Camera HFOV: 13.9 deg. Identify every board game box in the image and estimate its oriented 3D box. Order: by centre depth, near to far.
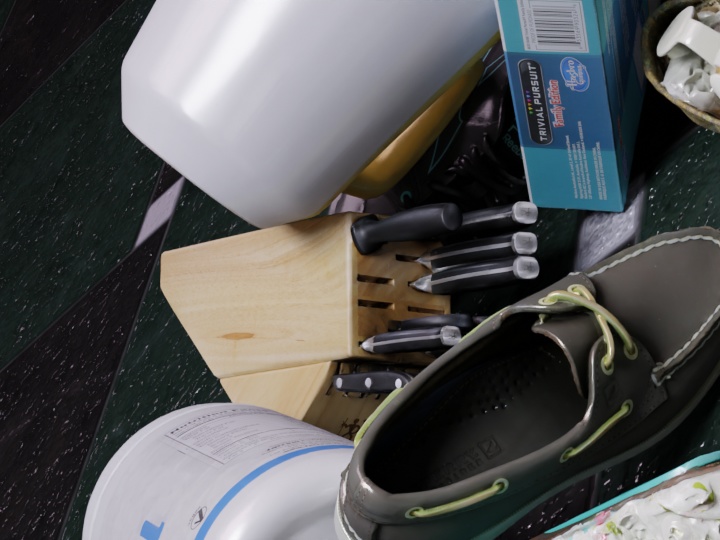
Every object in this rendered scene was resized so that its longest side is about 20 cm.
[{"bbox_3d":[0.107,-0.153,1.360,0.151,0.047,0.201,76,-158,-51],"label":"board game box"}]

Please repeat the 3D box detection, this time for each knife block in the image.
[{"bbox_3d":[0.000,0.000,1.390,0.176,0.064,0.200,-60,43,25],"label":"knife block"}]

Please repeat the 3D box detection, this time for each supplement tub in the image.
[{"bbox_3d":[-0.035,0.130,1.253,0.132,0.132,0.200,-57,18,-8],"label":"supplement tub"}]

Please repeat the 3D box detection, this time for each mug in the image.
[{"bbox_3d":[-0.017,-0.094,1.350,0.153,0.186,0.149,-52,25,2],"label":"mug"}]

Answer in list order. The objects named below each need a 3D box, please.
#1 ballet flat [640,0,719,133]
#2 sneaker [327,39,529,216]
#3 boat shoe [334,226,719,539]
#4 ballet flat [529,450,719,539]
[{"bbox_3d":[0.167,-0.081,1.233,0.071,0.071,0.200,-54,18,1],"label":"ballet flat"},{"bbox_3d":[0.051,-0.055,1.460,0.200,0.075,0.079,-56,21,-4],"label":"sneaker"},{"bbox_3d":[0.075,0.044,1.143,0.201,0.072,0.060,-35,-22,-17],"label":"boat shoe"},{"bbox_3d":[0.083,0.122,1.082,0.075,0.064,0.200,-13,-11,-35],"label":"ballet flat"}]
